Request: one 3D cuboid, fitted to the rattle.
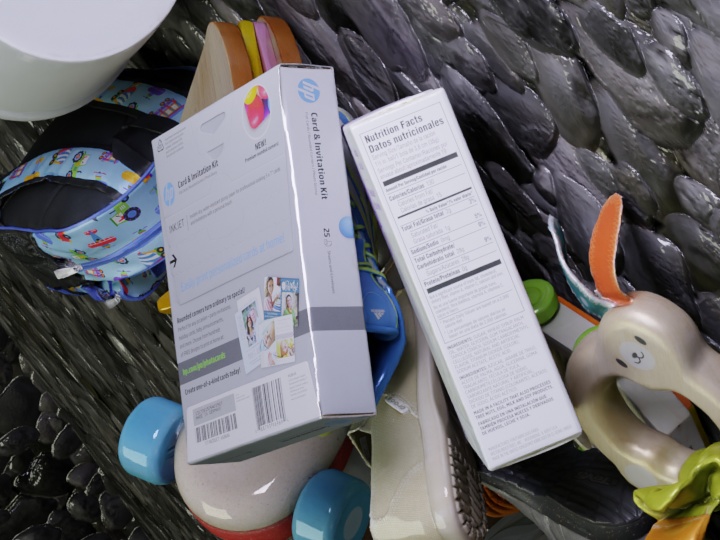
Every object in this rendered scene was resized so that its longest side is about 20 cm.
[{"bbox_3d":[0.131,0.080,1.285,0.130,0.143,0.200,29,154,47],"label":"rattle"}]

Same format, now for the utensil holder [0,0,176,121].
[{"bbox_3d":[-0.210,-0.197,1.592,0.170,0.170,0.200,52,165,-6],"label":"utensil holder"}]

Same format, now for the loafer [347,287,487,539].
[{"bbox_3d":[0.028,0.088,1.444,0.200,0.068,0.076,-95,-20,-49],"label":"loafer"}]

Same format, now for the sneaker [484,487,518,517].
[{"bbox_3d":[0.066,0.077,1.643,0.092,0.076,0.200,54,168,49],"label":"sneaker"}]

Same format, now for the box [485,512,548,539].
[{"bbox_3d":[0.112,0.253,1.679,0.097,0.200,0.176,53,167,-9],"label":"box"}]

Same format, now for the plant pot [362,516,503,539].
[{"bbox_3d":[0.046,0.241,1.862,0.200,0.198,0.200,46,165,16],"label":"plant pot"}]

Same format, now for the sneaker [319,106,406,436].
[{"bbox_3d":[-0.005,0.000,1.420,0.105,0.076,0.200,-1,84,55],"label":"sneaker"}]

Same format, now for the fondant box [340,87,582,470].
[{"bbox_3d":[0.053,0.001,1.340,0.144,0.058,0.200,-131,20,-86],"label":"fondant box"}]

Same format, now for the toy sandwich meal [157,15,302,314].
[{"bbox_3d":[-0.086,-0.058,1.537,0.070,0.205,0.205,12,-178,-24],"label":"toy sandwich meal"}]

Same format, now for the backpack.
[{"bbox_3d":[-0.168,-0.065,1.811,0.135,0.183,0.200,48,157,-25],"label":"backpack"}]

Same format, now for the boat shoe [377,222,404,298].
[{"bbox_3d":[0.000,0.000,1.540,0.200,0.073,0.075,107,147,-54],"label":"boat shoe"}]

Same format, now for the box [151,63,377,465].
[{"bbox_3d":[-0.059,0.000,1.387,0.156,0.041,0.200,-24,71,54],"label":"box"}]

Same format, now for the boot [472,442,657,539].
[{"bbox_3d":[0.122,0.154,1.480,0.200,0.070,0.132,36,156,50],"label":"boot"}]

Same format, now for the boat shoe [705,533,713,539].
[{"bbox_3d":[0.215,0.204,1.503,0.201,0.073,0.063,52,173,28],"label":"boat shoe"}]

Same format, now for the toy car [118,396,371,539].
[{"bbox_3d":[-0.041,0.142,1.769,0.184,0.177,0.200,20,158,27],"label":"toy car"}]

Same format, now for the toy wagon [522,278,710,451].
[{"bbox_3d":[0.135,0.070,1.466,0.200,0.040,0.155,36,160,48],"label":"toy wagon"}]
